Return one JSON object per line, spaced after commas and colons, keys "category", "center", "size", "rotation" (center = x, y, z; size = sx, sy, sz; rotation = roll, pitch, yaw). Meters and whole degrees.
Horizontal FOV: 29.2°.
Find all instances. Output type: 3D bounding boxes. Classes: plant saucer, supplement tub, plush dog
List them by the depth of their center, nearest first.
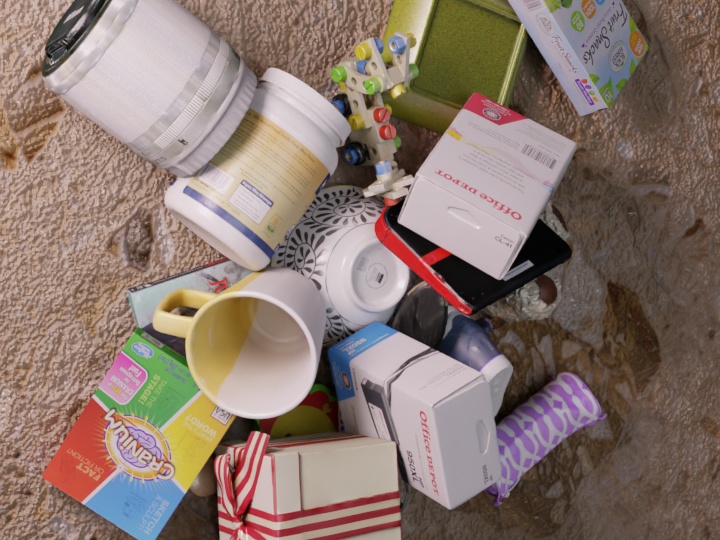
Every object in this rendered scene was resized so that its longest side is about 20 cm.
{"category": "supplement tub", "center": [-0.115, -0.117, 1.586], "size": [0.144, 0.144, 0.201], "rotation": [39, 82, -24]}
{"category": "plant saucer", "center": [0.125, -0.271, 1.726], "size": [0.199, 0.048, 0.201], "rotation": [16, 91, -25]}
{"category": "plush dog", "center": [0.153, -0.014, 1.740], "size": [0.171, 0.161, 0.201], "rotation": [32, 42, -13]}

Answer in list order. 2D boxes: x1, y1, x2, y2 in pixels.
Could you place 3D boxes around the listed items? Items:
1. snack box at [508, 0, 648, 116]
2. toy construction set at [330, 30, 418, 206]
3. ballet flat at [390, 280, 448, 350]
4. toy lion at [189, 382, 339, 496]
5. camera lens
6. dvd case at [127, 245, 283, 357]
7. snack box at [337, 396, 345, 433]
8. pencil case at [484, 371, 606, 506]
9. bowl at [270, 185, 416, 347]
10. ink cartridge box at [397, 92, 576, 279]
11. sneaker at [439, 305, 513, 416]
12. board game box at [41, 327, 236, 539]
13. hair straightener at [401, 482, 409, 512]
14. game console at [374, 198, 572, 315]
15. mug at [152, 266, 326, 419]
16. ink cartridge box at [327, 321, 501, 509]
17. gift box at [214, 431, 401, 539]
{"category": "snack box", "center": [0.277, -0.320, 1.760], "size": [0.200, 0.053, 0.142], "rotation": [54, 52, -22]}
{"category": "toy construction set", "center": [0.023, -0.178, 1.642], "size": [0.092, 0.131, 0.202], "rotation": [-10, 98, -39]}
{"category": "ballet flat", "center": [0.068, 0.093, 1.694], "size": [0.066, 0.057, 0.201], "rotation": [20, 122, 13]}
{"category": "toy lion", "center": [-0.107, 0.217, 1.692], "size": [0.199, 0.069, 0.193], "rotation": [34, 77, -25]}
{"category": "camera lens", "center": [-0.233, -0.218, 1.508], "size": [0.200, 0.160, 0.161], "rotation": [37, 82, -25]}
{"category": "dvd case", "center": [-0.168, 0.062, 1.657], "size": [0.199, 0.022, 0.147], "rotation": [-19, 105, -23]}
{"category": "snack box", "center": [0.003, 0.189, 1.716], "size": [0.072, 0.024, 0.202], "rotation": [-15, 107, -49]}
{"category": "pencil case", "center": [0.226, 0.220, 1.825], "size": [0.200, 0.084, 0.086], "rotation": [-38, 77, -14]}
{"category": "bowl", "center": [0.000, 0.000, 1.673], "size": [0.200, 0.094, 0.202], "rotation": [-4, 98, -31]}
{"category": "ink cartridge box", "center": [0.152, -0.104, 1.637], "size": [0.147, 0.086, 0.200], "rotation": [29, 46, 7]}
{"category": "sneaker", "center": [0.110, 0.130, 1.770], "size": [0.080, 0.146, 0.201], "rotation": [-29, 153, -33]}
{"category": "board game box", "center": [-0.247, 0.191, 1.582], "size": [0.152, 0.040, 0.201], "rotation": [33, 95, -4]}
{"category": "hair straightener", "center": [0.029, 0.344, 1.761], "size": [0.041, 0.077, 0.201], "rotation": [28, 83, -43]}
{"category": "game console", "center": [0.133, -0.038, 1.649], "size": [0.199, 0.177, 0.031], "rotation": [-27, 152, -37]}
{"category": "mug", "center": [-0.118, 0.056, 1.569], "size": [0.186, 0.153, 0.149], "rotation": [43, 113, -5]}
{"category": "ink cartridge box", "center": [0.061, 0.164, 1.594], "size": [0.084, 0.200, 0.146], "rotation": [-27, 120, -28]}
{"category": "gift box", "center": [-0.065, 0.269, 1.571], "size": [0.186, 0.200, 0.186], "rotation": [-4, 85, -28]}
